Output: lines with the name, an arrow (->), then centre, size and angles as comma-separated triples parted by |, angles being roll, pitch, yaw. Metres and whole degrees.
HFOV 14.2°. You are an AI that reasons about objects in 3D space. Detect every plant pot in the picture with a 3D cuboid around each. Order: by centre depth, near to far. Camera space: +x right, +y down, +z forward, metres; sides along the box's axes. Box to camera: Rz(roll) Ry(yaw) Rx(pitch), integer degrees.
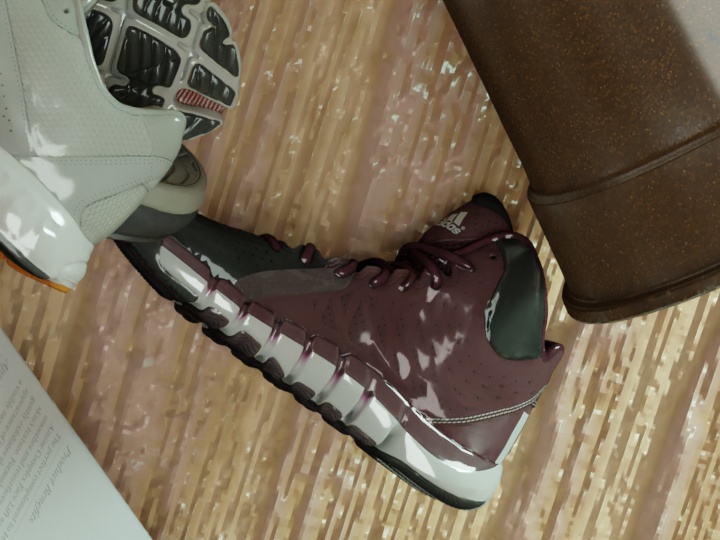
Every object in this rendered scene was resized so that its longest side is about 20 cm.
plant pot -> 0.115, -0.115, 1.098 | 0.200, 0.200, 0.198 | -32, 101, 0

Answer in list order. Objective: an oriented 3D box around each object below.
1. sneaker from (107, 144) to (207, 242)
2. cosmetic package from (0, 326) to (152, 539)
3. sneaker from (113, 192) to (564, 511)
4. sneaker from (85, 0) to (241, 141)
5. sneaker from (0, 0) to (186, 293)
sneaker -> -0.159, -0.019, 1.123 | 0.200, 0.075, 0.106 | 14, 110, 11
cosmetic package -> -0.143, 0.116, 1.121 | 0.074, 0.102, 0.200 | -2, 133, 32
sneaker -> 0.000, 0.000, 1.174 | 0.200, 0.076, 0.116 | 38, 84, -20
sneaker -> -0.135, -0.113, 1.101 | 0.200, 0.085, 0.077 | 23, 104, -3
sneaker -> -0.147, -0.091, 1.037 | 0.092, 0.076, 0.200 | -43, 96, -10
